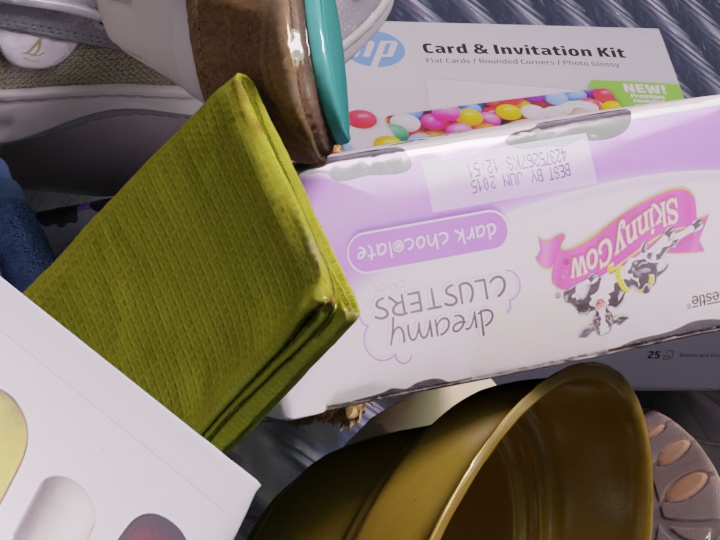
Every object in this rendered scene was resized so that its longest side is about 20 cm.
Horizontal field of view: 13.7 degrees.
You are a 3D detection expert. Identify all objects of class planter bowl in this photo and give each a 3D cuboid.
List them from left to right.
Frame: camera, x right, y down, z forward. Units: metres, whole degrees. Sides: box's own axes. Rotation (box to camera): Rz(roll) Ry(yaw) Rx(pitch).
[{"bbox_3d":[0.011,0.114,0.907,0.083,0.201,0.200,16,14,25],"label":"planter bowl"}]

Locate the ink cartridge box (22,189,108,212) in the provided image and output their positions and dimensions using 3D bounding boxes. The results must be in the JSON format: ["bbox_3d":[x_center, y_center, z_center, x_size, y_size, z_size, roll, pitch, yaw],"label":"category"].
[{"bbox_3d":[-0.171,-0.095,1.049,0.200,0.041,0.200,55,27,19],"label":"ink cartridge box"}]

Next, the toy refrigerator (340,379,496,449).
[{"bbox_3d":[0.066,0.136,1.034,0.200,0.070,0.076,49,32,9],"label":"toy refrigerator"}]

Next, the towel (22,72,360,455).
[{"bbox_3d":[-0.083,0.042,0.787,0.018,0.200,0.086,18,36,-47],"label":"towel"}]

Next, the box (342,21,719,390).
[{"bbox_3d":[0.067,-0.030,1.228,0.155,0.041,0.200,1,38,-10],"label":"box"}]

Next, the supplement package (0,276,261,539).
[{"bbox_3d":[-0.155,0.059,0.682,0.200,0.156,0.111,39,40,-13],"label":"supplement package"}]

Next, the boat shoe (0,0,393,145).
[{"bbox_3d":[-0.067,-0.089,0.909,0.201,0.065,0.074,-13,48,-36],"label":"boat shoe"}]

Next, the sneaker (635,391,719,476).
[{"bbox_3d":[0.174,0.083,1.238,0.200,0.099,0.071,52,24,12],"label":"sneaker"}]

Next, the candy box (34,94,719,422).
[{"bbox_3d":[0.000,0.000,0.920,0.167,0.200,0.072,-10,91,-29],"label":"candy box"}]

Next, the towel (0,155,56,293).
[{"bbox_3d":[-0.092,0.068,0.864,0.048,0.112,0.200,-18,58,-19],"label":"towel"}]

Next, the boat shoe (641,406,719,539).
[{"bbox_3d":[0.125,0.131,1.141,0.073,0.074,0.200,63,1,-39],"label":"boat shoe"}]

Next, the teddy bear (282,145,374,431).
[{"bbox_3d":[-0.028,-0.040,1.110,0.066,0.145,0.200,-14,44,-10],"label":"teddy bear"}]

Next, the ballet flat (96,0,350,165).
[{"bbox_3d":[-0.038,-0.095,0.850,0.200,0.072,0.068,-89,172,-47],"label":"ballet flat"}]

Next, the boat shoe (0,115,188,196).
[{"bbox_3d":[-0.116,-0.069,0.960,0.200,0.070,0.072,0,64,-20],"label":"boat shoe"}]
